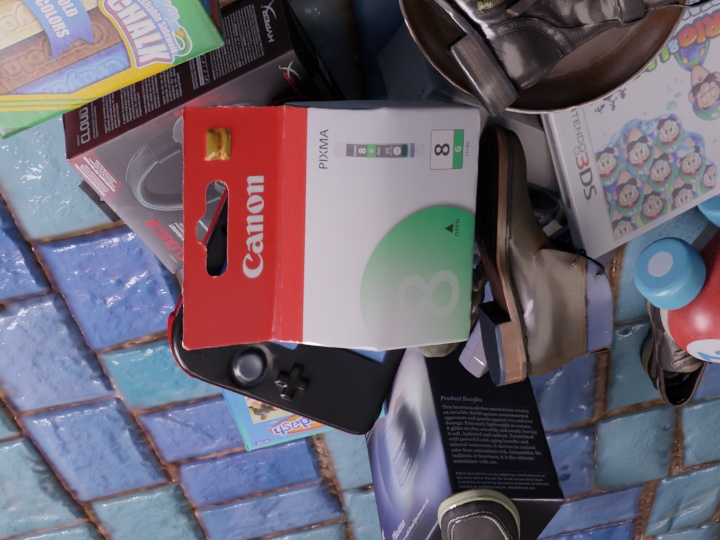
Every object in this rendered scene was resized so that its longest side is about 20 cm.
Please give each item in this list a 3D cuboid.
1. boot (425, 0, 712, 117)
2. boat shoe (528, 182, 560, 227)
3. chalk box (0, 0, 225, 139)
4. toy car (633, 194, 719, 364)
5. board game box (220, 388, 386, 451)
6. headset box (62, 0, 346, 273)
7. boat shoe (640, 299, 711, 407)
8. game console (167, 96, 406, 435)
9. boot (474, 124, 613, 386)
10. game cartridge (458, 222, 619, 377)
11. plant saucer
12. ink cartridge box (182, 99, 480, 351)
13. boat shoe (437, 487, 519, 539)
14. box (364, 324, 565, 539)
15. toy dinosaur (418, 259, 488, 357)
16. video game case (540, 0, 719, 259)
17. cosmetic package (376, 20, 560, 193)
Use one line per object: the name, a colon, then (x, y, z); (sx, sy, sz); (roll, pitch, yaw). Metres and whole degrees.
boot: (0.108, -0.212, 0.707); (0.173, 0.069, 0.201); (-33, 108, 6)
boat shoe: (0.096, -0.072, 0.938); (0.064, 0.075, 0.201); (-37, 140, 18)
chalk box: (-0.157, -0.191, 0.670); (0.197, 0.126, 0.124); (-19, 141, 9)
toy car: (0.381, 0.030, 1.013); (0.184, 0.200, 0.178); (34, 96, -38)
board game box: (-0.062, 0.091, 1.105); (0.149, 0.045, 0.201); (-14, 141, -1)
headset box: (-0.111, -0.094, 0.841); (0.197, 0.078, 0.149); (-24, 140, 10)
boat shoe: (0.336, 0.069, 1.177); (0.073, 0.074, 0.201); (-14, 142, 0)
game console: (-0.027, -0.001, 0.794); (0.175, 0.031, 0.203); (23, 92, -23)
boot: (0.136, -0.016, 0.853); (0.095, 0.075, 0.203); (-9, 115, -8)
game cartridge: (0.169, 0.003, 1.000); (0.199, 0.038, 0.130); (-33, 160, -38)
plant saucer: (0.120, -0.205, 0.752); (0.196, 0.032, 0.204); (0, 110, 1)
ink cartridge box: (-0.016, -0.028, 0.755); (0.197, 0.050, 0.164); (-5, 105, -28)
boat shoe: (0.117, 0.264, 1.033); (0.071, 0.067, 0.202); (-14, 140, 6)
box: (0.093, 0.191, 1.151); (0.121, 0.201, 0.201); (5, 138, -17)
toy dinosaur: (0.071, 0.031, 0.961); (0.076, 0.201, 0.103); (21, 110, -21)
video game case: (0.229, -0.128, 0.855); (0.198, 0.024, 0.184); (-27, 119, -10)
cosmetic package: (0.111, -0.120, 0.874); (0.198, 0.083, 0.051); (15, 131, -32)
